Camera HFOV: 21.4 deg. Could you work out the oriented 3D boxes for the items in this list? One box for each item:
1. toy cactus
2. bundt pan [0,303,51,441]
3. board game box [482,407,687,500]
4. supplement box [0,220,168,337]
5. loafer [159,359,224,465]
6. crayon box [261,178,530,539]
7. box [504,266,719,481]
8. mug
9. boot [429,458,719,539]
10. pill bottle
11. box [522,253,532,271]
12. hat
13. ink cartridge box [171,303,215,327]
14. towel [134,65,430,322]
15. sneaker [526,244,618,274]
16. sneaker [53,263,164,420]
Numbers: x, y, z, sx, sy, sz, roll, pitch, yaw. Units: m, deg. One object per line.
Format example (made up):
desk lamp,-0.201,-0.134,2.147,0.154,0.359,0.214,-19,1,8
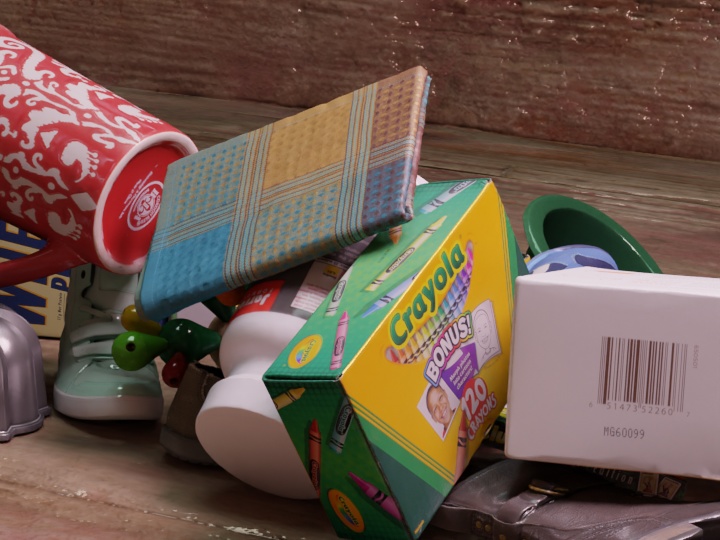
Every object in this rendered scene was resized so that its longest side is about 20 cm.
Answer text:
toy cactus,-0.087,0.021,1.323,0.102,0.166,0.200,8,46,29
bundt pan,-0.309,0.058,1.292,0.201,0.076,0.202,5,11,-1
board game box,0.113,0.103,1.262,0.199,0.024,0.105,19,13,-7
supplement box,-0.258,-0.029,1.623,0.199,0.135,0.200,5,10,-3
loafer,-0.034,0.089,1.267,0.199,0.070,0.075,-1,12,-28
crayon box,0.033,0.049,1.120,0.058,0.119,0.200,-2,34,36
box,0.184,0.058,1.147,0.151,0.107,0.200,4,3,18
mug,-0.225,-0.064,1.361,0.199,0.178,0.133,26,19,30
boot,0.160,0.139,1.095,0.199,0.070,0.174,-5,14,-33
pill bottle,-0.020,0.035,1.196,0.115,0.116,0.201,10,54,25
box,0.020,0.028,1.499,0.159,0.050,0.200,-26,21,-30
hat,0.169,0.042,1.770,0.165,0.176,0.200,-3,51,-47
ink cartridge box,-0.080,-0.024,1.648,0.087,0.146,0.200,8,12,23
towel,-0.048,-0.047,1.200,0.199,0.022,0.147,-19,39,25
sneaker,0.137,0.035,1.409,0.082,0.074,0.200,4,21,46
sneaker,-0.181,0.036,1.355,0.073,0.119,0.200,3,12,-18
